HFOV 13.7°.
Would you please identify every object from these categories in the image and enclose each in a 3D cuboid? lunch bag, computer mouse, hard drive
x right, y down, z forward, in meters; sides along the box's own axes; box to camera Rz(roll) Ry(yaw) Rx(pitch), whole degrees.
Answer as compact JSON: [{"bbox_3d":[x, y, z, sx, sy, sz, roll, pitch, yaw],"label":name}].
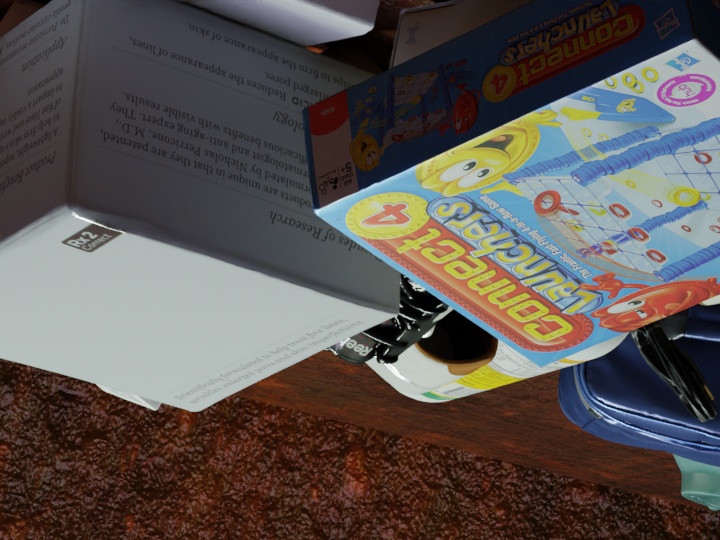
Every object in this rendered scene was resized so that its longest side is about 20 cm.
[{"bbox_3d":[0.231,0.052,1.902,0.199,0.137,0.132,12,172,0],"label":"lunch bag"},{"bbox_3d":[0.146,-0.004,1.672,0.200,0.034,0.059,56,173,-3],"label":"computer mouse"},{"bbox_3d":[-0.107,-0.151,1.461,0.199,0.027,0.132,18,170,-27],"label":"hard drive"}]

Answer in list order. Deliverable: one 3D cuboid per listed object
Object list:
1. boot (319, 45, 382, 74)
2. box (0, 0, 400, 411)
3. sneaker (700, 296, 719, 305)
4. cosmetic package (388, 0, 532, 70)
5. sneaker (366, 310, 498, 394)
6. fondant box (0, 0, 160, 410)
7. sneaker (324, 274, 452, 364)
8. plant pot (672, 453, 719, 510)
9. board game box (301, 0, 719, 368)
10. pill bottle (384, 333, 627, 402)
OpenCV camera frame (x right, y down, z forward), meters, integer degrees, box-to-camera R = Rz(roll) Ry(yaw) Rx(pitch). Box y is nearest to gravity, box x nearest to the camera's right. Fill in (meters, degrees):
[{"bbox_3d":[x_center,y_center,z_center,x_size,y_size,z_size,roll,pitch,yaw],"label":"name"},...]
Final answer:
[{"bbox_3d":[0.027,-0.077,1.645,0.073,0.076,0.200,22,163,34],"label":"boot"},{"bbox_3d":[-0.110,-0.033,1.536,0.199,0.131,0.199,18,153,-31],"label":"box"},{"bbox_3d":[0.224,-0.019,1.720,0.089,0.067,0.200,3,169,19],"label":"sneaker"},{"bbox_3d":[0.115,-0.067,1.476,0.200,0.073,0.103,22,163,-39],"label":"cosmetic package"},{"bbox_3d":[0.000,0.000,1.723,0.200,0.073,0.085,32,150,-30],"label":"sneaker"},{"bbox_3d":[-0.154,-0.036,1.694,0.058,0.145,0.200,16,159,48],"label":"fondant box"},{"bbox_3d":[0.025,0.004,1.593,0.071,0.098,0.200,39,158,-21],"label":"sneaker"},{"bbox_3d":[0.307,0.116,2.220,0.199,0.135,0.200,13,171,2],"label":"plant pot"},{"bbox_3d":[0.109,-0.047,1.352,0.195,0.056,0.200,-24,145,27],"label":"board game box"},{"bbox_3d":[0.100,0.008,1.825,0.112,0.113,0.200,19,155,-38],"label":"pill bottle"}]
